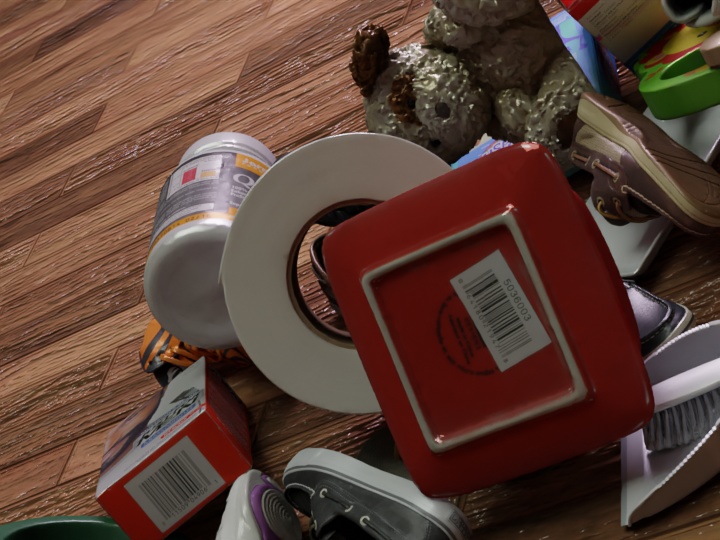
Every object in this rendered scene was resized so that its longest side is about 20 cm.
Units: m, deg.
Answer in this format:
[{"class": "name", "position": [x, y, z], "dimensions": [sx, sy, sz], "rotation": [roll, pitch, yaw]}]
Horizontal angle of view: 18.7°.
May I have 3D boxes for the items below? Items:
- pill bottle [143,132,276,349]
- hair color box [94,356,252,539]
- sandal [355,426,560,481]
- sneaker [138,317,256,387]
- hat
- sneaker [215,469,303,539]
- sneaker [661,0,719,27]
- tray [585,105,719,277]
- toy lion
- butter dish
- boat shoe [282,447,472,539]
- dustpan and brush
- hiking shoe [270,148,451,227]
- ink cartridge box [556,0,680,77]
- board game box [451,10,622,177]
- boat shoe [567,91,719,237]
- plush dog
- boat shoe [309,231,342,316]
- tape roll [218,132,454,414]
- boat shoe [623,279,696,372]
[{"class": "pill bottle", "position": [-0.115, -0.030, 1.808], "dimensions": [0.116, 0.117, 0.201], "rotation": [-31, 24, 17]}, {"class": "hair color box", "position": [-0.148, 0.143, 1.740], "dimensions": [0.111, 0.064, 0.200], "rotation": [-39, 9, 2]}, {"class": "sandal", "position": [0.068, 0.117, 1.552], "dimensions": [0.199, 0.055, 0.082], "rotation": [-9, 39, 47]}, {"class": "sneaker", "position": [-0.122, 0.070, 1.883], "dimensions": [0.112, 0.077, 0.200], "rotation": [-54, 30, 4]}, {"class": "hat", "position": [-0.223, 0.296, 1.695], "dimensions": [0.198, 0.178, 0.165], "rotation": [7, 10, 19]}, {"class": "sneaker", "position": [-0.097, 0.221, 1.584], "dimensions": [0.099, 0.075, 0.201], "rotation": [-28, 28, 22]}, {"class": "sneaker", "position": [0.256, -0.226, 1.671], "dimensions": [0.092, 0.076, 0.200], "rotation": [-41, 6, -6]}, {"class": "tray", "position": [0.221, -0.060, 1.667], "dimensions": [0.107, 0.022, 0.201], "rotation": [-4, 43, 50]}, {"class": "toy lion", "position": [0.283, -0.174, 1.698], "dimensions": [0.191, 0.069, 0.200], "rotation": [-16, 20, 50]}, {"class": "butter dish", "position": [0.106, 0.025, 1.468], "dimensions": [0.198, 0.202, 0.147], "rotation": [-23, -1, 34]}, {"class": "boat shoe", "position": [-0.003, 0.180, 1.543], "dimensions": [0.066, 0.070, 0.199], "rotation": [-48, 34, -21]}, {"class": "dustpan and brush", "position": [0.237, 0.066, 1.397], "dimensions": [0.199, 0.057, 0.140], "rotation": [-28, 28, 23]}, {"class": "hiking shoe", "position": [-0.012, -0.064, 1.848], "dimensions": [0.100, 0.199, 0.077], "rotation": [-17, 78, 46]}, {"class": "ink cartridge box", "position": [0.182, -0.247, 1.770], "dimensions": [0.067, 0.200, 0.116], "rotation": [-42, 60, 11]}, {"class": "board game box", "position": [0.147, -0.136, 1.863], "dimensions": [0.151, 0.045, 0.201], "rotation": [-30, 27, 19]}, {"class": "boat shoe", "position": [0.205, -0.063, 1.609], "dimensions": [0.072, 0.072, 0.200], "rotation": [-65, 32, 17]}, {"class": "plush dog", "position": [0.080, -0.153, 1.751], "dimensions": [0.171, 0.201, 0.161], "rotation": [-32, 16, 5]}, {"class": "boat shoe", "position": [0.016, 0.008, 1.778], "dimensions": [0.076, 0.072, 0.199], "rotation": [-49, 27, -18]}, {"class": "tape roll", "position": [0.000, 0.000, 1.622], "dimensions": [0.202, 0.203, 0.139], "rotation": [-39, 1, 2]}, {"class": "boat shoe", "position": [0.161, 0.030, 1.560], "dimensions": [0.075, 0.062, 0.199], "rotation": [-46, 27, -16]}]
